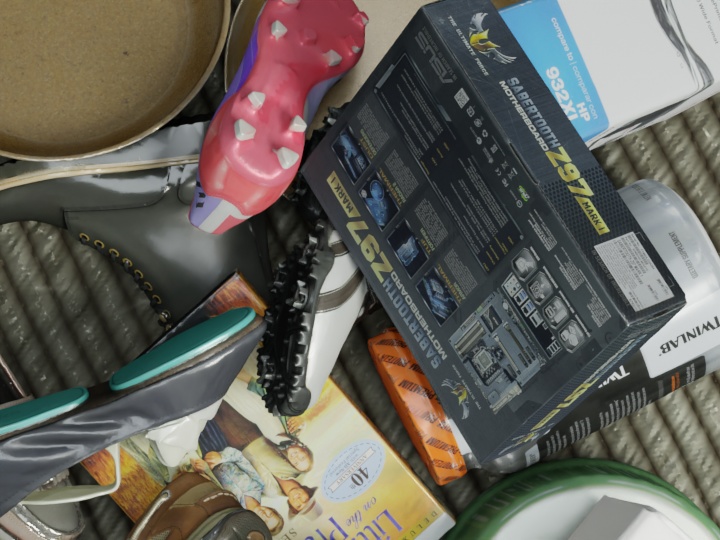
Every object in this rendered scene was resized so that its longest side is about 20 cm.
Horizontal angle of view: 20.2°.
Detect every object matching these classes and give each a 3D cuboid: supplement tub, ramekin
[{"bbox_3d":[0.113,0.040,1.185,0.199,0.123,0.123,-27,85,-5],"label":"supplement tub"},{"bbox_3d":[0.136,0.209,1.177,0.199,0.098,0.201,0,83,-1],"label":"ramekin"}]

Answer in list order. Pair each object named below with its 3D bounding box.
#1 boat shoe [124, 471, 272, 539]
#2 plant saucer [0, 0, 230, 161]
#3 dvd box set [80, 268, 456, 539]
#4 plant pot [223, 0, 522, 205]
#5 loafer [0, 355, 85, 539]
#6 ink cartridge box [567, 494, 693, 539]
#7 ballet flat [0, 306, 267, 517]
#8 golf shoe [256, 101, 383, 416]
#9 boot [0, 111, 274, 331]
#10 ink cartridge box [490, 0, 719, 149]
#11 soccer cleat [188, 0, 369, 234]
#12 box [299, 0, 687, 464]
[{"bbox_3d":[-0.132,0.202,1.156,0.200,0.076,0.074,-50,54,5],"label":"boat shoe"},{"bbox_3d":[-0.175,-0.147,1.188,0.199,0.035,0.201,0,67,0],"label":"plant saucer"},{"bbox_3d":[-0.062,0.121,1.193,0.146,0.029,0.200,-40,96,1],"label":"dvd box set"},{"bbox_3d":[0.015,-0.121,1.249,0.199,0.027,0.201,0,84,-2],"label":"plant pot"},{"bbox_3d":[-0.225,0.079,1.189,0.063,0.072,0.200,-42,82,26],"label":"loafer"},{"bbox_3d":[0.131,0.242,1.072,0.145,0.084,0.200,42,83,-7],"label":"ink cartridge box"},{"bbox_3d":[-0.137,0.087,1.137,0.199,0.073,0.073,-23,85,-2],"label":"ballet flat"},{"bbox_3d":[0.000,0.000,1.163,0.094,0.078,0.201,24,62,-18],"label":"golf shoe"},{"bbox_3d":[-0.148,-0.011,1.214,0.199,0.077,0.139,-10,100,9],"label":"boot"},{"bbox_3d":[0.129,-0.114,1.156,0.200,0.145,0.084,-23,87,-30],"label":"ink cartridge box"},{"bbox_3d":[-0.051,-0.101,1.169,0.067,0.076,0.200,34,40,-13],"label":"soccer cleat"},{"bbox_3d":[0.064,-0.021,1.061,0.051,0.158,0.200,-19,70,-38],"label":"box"}]
